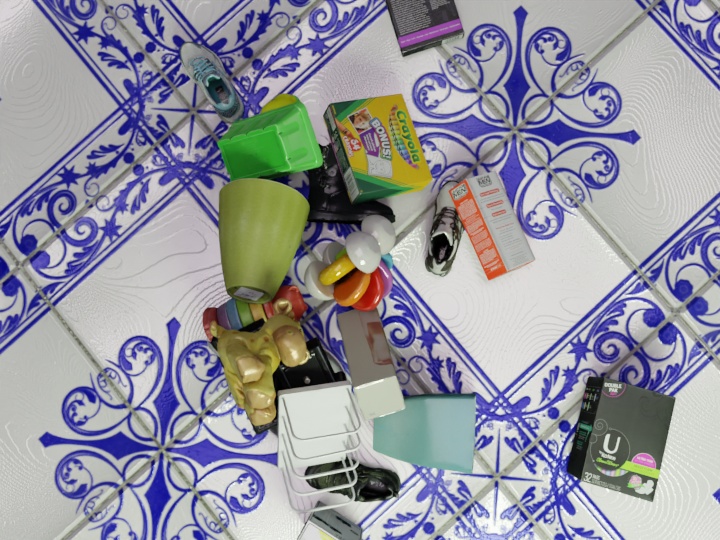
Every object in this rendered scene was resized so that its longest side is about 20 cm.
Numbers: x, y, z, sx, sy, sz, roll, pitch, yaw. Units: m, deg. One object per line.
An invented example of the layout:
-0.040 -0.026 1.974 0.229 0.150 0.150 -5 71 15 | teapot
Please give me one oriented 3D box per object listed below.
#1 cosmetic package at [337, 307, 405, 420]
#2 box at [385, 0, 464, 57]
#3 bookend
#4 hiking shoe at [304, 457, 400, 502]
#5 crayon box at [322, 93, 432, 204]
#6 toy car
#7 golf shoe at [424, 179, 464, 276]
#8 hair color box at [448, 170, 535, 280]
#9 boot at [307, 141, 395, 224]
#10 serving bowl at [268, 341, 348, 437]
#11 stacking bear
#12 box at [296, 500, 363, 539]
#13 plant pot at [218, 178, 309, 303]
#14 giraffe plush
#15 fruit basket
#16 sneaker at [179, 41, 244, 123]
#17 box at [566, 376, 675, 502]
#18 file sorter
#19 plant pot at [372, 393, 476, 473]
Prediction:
0.019 0.175 1.560 0.086 0.104 0.202 -16 42 1 | cosmetic package
0.127 -0.576 1.718 0.140 0.036 0.204 -16 85 0 | box
-0.152 0.173 1.534 0.197 0.092 0.202 -25 100 0 | bookend
-0.016 0.415 1.590 0.196 0.101 0.077 6 84 3 | hiking shoe
0.035 -0.251 1.635 0.170 0.058 0.203 -13 77 -24 | crayon box
0.000 0.000 1.585 0.174 0.200 0.151 -34 99 33 | toy car
0.181 -0.091 1.637 0.076 0.095 0.204 9 83 5 | golf shoe
0.267 -0.092 1.626 0.100 0.061 0.203 -17 82 -40 | hair color box
-0.021 -0.183 1.663 0.196 0.076 0.172 3 87 8 | boot
-0.118 0.247 1.629 0.196 0.066 0.204 0 84 2 | serving bowl
-0.206 0.093 1.625 0.197 0.114 0.123 -21 124 2 | stacking bear
-0.057 0.513 1.532 0.115 0.200 0.061 31 86 6 | box
-0.202 -0.045 1.577 0.183 0.188 0.204 4 67 3 | plant pot
-0.163 0.147 1.427 0.160 0.175 0.200 -24 49 -23 | giraffe plush
-0.172 -0.274 1.653 0.212 0.216 0.158 -19 105 1 | fruit basket
-0.316 -0.412 1.696 0.077 0.086 0.201 -37 84 -2 | sneaker
0.505 0.323 1.562 0.146 0.124 0.204 15 84 3 | box
-0.075 0.328 1.484 0.136 0.125 0.203 -6 126 -15 | file sorter
0.127 0.311 1.581 0.196 0.141 0.144 2 84 10 | plant pot
